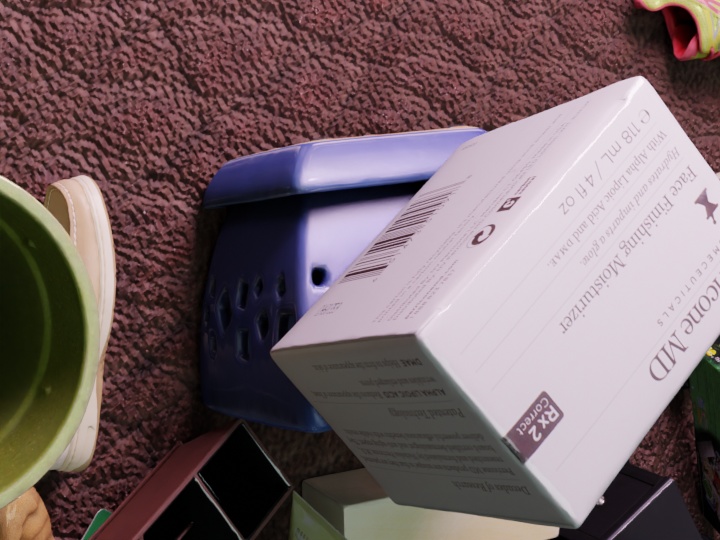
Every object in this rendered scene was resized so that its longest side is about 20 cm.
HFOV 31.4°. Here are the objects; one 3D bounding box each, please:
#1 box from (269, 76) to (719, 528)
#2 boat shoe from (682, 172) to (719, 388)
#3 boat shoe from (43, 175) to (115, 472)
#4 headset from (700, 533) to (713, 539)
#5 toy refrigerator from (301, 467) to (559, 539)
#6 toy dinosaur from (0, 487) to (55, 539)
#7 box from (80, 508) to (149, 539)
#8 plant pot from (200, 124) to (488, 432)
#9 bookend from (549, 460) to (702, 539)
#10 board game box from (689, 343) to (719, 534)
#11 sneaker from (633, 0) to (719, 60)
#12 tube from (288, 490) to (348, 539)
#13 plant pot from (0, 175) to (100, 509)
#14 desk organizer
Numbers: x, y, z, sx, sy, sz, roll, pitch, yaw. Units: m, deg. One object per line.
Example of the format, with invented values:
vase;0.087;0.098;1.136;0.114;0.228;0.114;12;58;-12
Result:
box;0.084;0.021;0.718;0.131;0.199;0.199;48;67;-13
boat shoe;0.318;0.012;1.142;0.073;0.063;0.204;21;90;-33
boat shoe;-0.208;0.038;0.850;0.068;0.073;0.203;0;98;-34
headset;0.329;0.310;1.198;0.197;0.094;0.125;13;95;-14
toy refrigerator;0.058;0.192;1.017;0.197;0.076;0.071;-6;100;-29
toy dinosaur;-0.238;0.153;0.843;0.105;0.060;0.202;-21;121;-12
box;-0.138;0.269;0.937;0.199;0.048;0.118;36;79;-26
plant pot;0.000;0.000;0.895;0.197;0.199;0.183;-8;94;-27
bookend;0.212;0.244;1.038;0.198;0.199;0.093;-37;113;-18
board game box;0.326;0.163;1.118;0.023;0.105;0.202;-18;120;-8
sneaker;0.308;-0.211;1.106;0.199;0.078;0.091;32;90;-22
tube;-0.036;0.262;0.918;0.057;0.052;0.203;10;113;10
plant pot;-0.275;0.030;0.746;0.197;0.189;0.203;-4;99;-29
desk organizer;-0.132;0.189;0.851;0.072;0.077;0.200;54;39;-10
